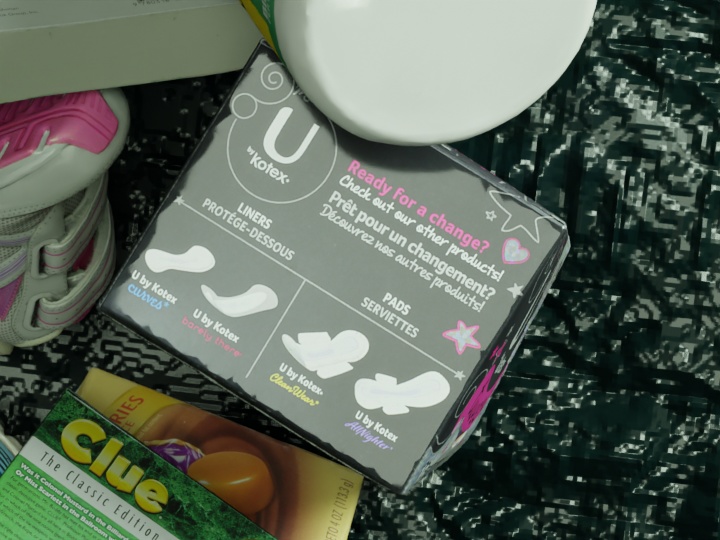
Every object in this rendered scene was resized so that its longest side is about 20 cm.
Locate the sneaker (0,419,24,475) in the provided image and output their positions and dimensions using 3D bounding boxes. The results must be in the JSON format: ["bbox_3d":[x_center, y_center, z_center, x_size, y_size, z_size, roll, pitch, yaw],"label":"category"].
[{"bbox_3d":[-0.155,0.117,1.117,0.200,0.090,0.079,34,119,19],"label":"sneaker"}]

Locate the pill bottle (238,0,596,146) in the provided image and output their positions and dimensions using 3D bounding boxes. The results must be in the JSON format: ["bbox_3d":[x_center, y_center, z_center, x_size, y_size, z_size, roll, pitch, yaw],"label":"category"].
[{"bbox_3d":[-0.004,-0.135,0.992,0.112,0.200,0.113,-11,125,-17],"label":"pill bottle"}]

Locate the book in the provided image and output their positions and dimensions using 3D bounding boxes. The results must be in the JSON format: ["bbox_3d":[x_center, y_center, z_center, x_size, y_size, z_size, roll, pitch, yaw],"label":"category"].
[{"bbox_3d":[-0.129,-0.131,1.086,0.133,0.200,0.048,-9,126,-19],"label":"book"}]

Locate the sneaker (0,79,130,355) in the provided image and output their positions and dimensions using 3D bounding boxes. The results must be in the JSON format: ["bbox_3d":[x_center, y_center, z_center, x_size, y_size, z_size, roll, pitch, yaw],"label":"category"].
[{"bbox_3d":[-0.127,-0.023,1.112,0.088,0.200,0.081,39,64,-12],"label":"sneaker"}]

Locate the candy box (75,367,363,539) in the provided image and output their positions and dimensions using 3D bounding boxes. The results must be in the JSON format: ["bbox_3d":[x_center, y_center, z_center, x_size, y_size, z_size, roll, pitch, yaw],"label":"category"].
[{"bbox_3d":[-0.081,0.147,1.053,0.116,0.056,0.200,23,54,-9],"label":"candy box"}]

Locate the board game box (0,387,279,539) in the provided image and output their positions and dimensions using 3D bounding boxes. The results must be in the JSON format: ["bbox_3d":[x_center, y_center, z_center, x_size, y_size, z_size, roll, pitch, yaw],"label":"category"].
[{"bbox_3d":[-0.052,0.138,1.023,0.200,0.023,0.105,36,55,1],"label":"board game box"}]

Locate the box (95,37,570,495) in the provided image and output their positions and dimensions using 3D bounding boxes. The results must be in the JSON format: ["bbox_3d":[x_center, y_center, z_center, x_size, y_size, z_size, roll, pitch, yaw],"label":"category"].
[{"bbox_3d":[0.000,0.000,1.075,0.132,0.200,0.115,31,92,5],"label":"box"}]
